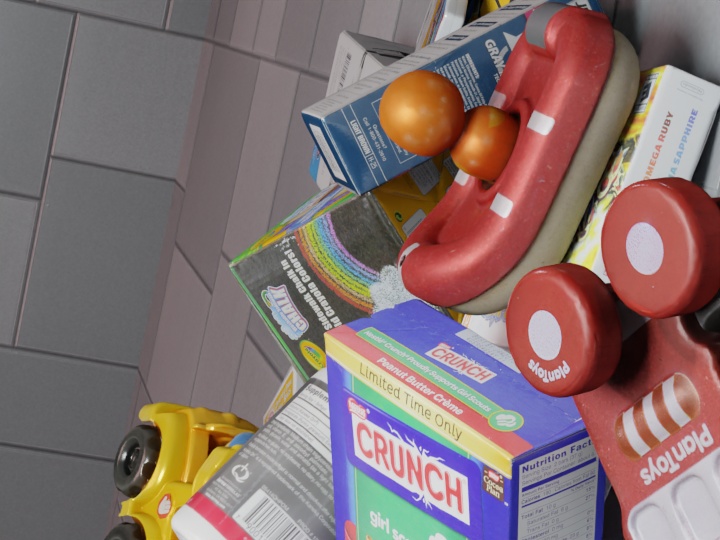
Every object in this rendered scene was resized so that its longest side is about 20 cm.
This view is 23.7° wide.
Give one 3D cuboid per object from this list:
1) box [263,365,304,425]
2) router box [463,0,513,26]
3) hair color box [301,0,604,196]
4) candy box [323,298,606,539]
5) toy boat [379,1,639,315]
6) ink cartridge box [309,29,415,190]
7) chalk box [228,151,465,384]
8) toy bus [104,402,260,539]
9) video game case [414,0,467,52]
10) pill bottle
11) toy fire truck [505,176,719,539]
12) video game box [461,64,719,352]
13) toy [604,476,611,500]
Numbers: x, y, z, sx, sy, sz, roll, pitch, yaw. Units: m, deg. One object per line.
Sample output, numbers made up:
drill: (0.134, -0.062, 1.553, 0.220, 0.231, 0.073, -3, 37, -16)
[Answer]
box: (-0.019, 0.191, 1.444, 0.101, 0.112, 0.201, 120, 154, -51)
router box: (0.126, -0.213, 1.288, 0.149, 0.051, 0.201, -102, 28, -56)
hair color box: (0.066, -0.124, 1.155, 0.061, 0.199, 0.100, 63, 175, -12)
candy box: (0.059, 0.142, 1.001, 0.169, 0.077, 0.201, 32, 131, 46)
toy boat: (0.071, -0.076, 1.031, 0.201, 0.130, 0.131, -66, 14, 7)
ink cartridge box: (0.021, -0.126, 1.571, 0.200, 0.083, 0.146, -123, 45, -70)
chalk box: (0.000, 0.000, 1.270, 0.200, 0.125, 0.124, -25, 11, 42)
toy bus: (-0.103, 0.193, 1.329, 0.192, 0.135, 0.201, -26, 51, 52)
video game case: (0.062, -0.188, 1.360, 0.200, 0.017, 0.143, -77, 6, -53)
pill bottle: (-0.019, 0.134, 1.128, 0.200, 0.111, 0.111, -44, 8, -14)
toy fire truck: (0.175, 0.048, 0.831, 0.200, 0.112, 0.169, -45, 62, 47)
video game box: (0.138, -0.030, 1.076, 0.200, 0.047, 0.183, -177, 106, -75)
toy: (0.123, 0.115, 1.068, 0.200, 0.047, 0.116, -26, 36, 63)
